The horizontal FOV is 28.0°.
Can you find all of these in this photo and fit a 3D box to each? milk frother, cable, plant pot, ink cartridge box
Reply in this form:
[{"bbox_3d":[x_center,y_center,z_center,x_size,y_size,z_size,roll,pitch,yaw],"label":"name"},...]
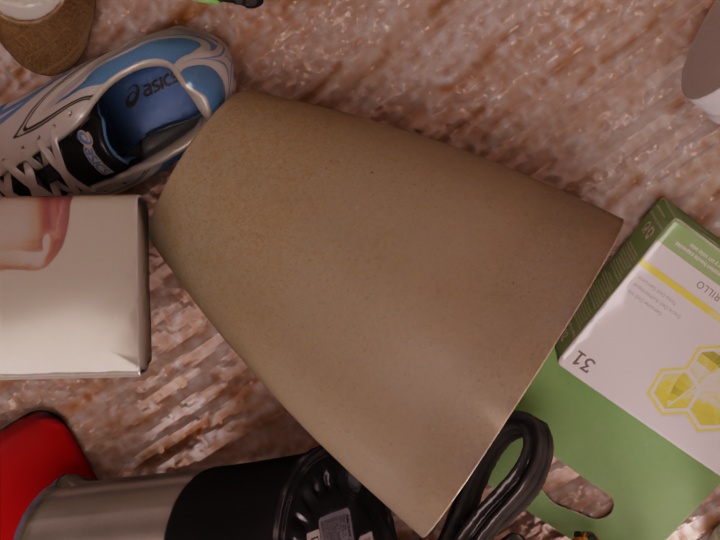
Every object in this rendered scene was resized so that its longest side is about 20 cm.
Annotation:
[{"bbox_3d":[-0.107,0.182,0.744,0.187,0.200,0.182,-12,70,30],"label":"milk frother"},{"bbox_3d":[0.053,0.176,0.795,0.050,0.097,0.201,35,67,-33],"label":"cable"},{"bbox_3d":[0.000,0.000,0.734,0.199,0.187,0.188,33,110,6],"label":"plant pot"},{"bbox_3d":[0.164,0.080,0.811,0.145,0.048,0.200,34,107,-10],"label":"ink cartridge box"}]

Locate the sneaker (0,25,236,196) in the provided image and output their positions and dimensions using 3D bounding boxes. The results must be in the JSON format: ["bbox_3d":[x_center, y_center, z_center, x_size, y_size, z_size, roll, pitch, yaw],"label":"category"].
[{"bbox_3d":[-0.155,-0.063,0.760,0.199,0.073,0.072,-29,109,15],"label":"sneaker"}]

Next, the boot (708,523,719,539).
[{"bbox_3d":[0.263,0.254,0.820,0.072,0.144,0.201,-26,109,11],"label":"boot"}]

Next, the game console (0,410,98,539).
[{"bbox_3d":[-0.233,0.202,0.896,0.172,0.119,0.201,-10,113,41],"label":"game console"}]

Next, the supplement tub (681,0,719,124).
[{"bbox_3d":[0.269,-0.079,0.689,0.199,0.145,0.145,32,110,-10],"label":"supplement tub"}]

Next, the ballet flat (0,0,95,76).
[{"bbox_3d":[-0.163,-0.189,0.711,0.067,0.072,0.201,10,112,0],"label":"ballet flat"}]

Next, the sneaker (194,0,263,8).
[{"bbox_3d":[-0.031,-0.217,0.702,0.083,0.077,0.200,25,115,-25],"label":"sneaker"}]

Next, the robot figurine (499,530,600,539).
[{"bbox_3d":[0.120,0.244,0.803,0.144,0.058,0.201,16,69,-17],"label":"robot figurine"}]

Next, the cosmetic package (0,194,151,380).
[{"bbox_3d":[-0.203,0.008,0.698,0.198,0.103,0.088,-1,90,-7],"label":"cosmetic package"}]
